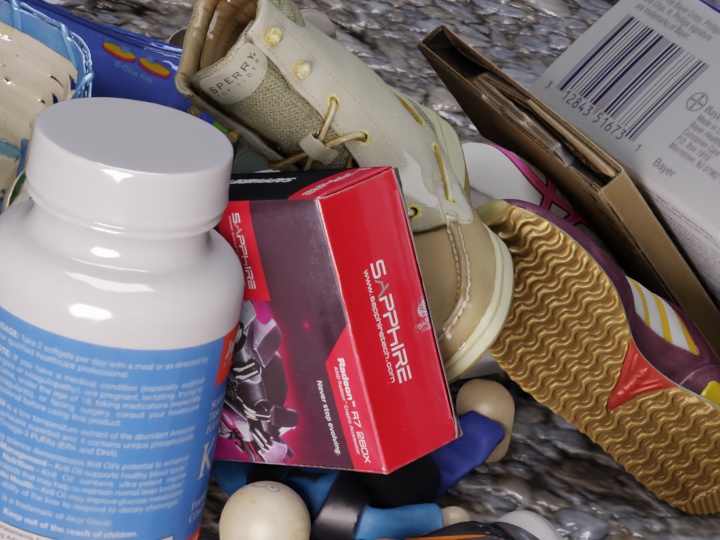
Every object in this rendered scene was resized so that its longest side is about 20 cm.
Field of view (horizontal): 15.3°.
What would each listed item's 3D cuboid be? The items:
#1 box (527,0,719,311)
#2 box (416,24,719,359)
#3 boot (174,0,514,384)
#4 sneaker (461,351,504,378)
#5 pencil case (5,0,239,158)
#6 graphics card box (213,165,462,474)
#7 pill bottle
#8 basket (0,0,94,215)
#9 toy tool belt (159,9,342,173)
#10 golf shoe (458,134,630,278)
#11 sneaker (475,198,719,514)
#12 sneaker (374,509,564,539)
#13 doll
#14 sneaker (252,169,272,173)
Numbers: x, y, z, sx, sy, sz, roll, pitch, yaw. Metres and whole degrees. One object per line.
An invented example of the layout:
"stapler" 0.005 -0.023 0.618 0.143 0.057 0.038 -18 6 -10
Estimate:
"box" 0.214 -0.033 1.428 0.200 0.105 0.184 49 -5 -40
"box" 0.121 -0.035 1.444 0.163 0.021 0.200 43 -4 41
"boot" -0.011 -0.046 1.216 0.155 0.072 0.200 39 21 -31
"sneaker" 0.000 0.000 1.321 0.200 0.089 0.075 11 -22 -24
"pencil case" -0.150 -0.095 1.318 0.200 0.087 0.078 21 37 -17
"graphics card box" -0.053 0.020 1.188 0.051 0.126 0.200 -25 18 -39
"pill bottle" -0.109 0.035 1.123 0.112 0.200 0.112 10 24 -4
"basket" -0.191 -0.074 1.171 0.139 0.200 0.176 20 57 2
"toy tool belt" -0.088 -0.076 1.522 0.123 0.125 0.200 -20 -2 31
"golf shoe" 0.094 -0.006 1.384 0.092 0.073 0.200 34 -1 43
"sneaker" 0.117 0.033 1.318 0.200 0.075 0.090 47 16 -19
"sneaker" 0.059 0.164 1.087 0.112 0.078 0.200 -6 19 -26
"doll" -0.007 0.094 1.229 0.136 0.048 0.200 11 19 24
"sneaker" -0.108 -0.005 1.406 0.200 0.078 0.080 -11 5 -37
